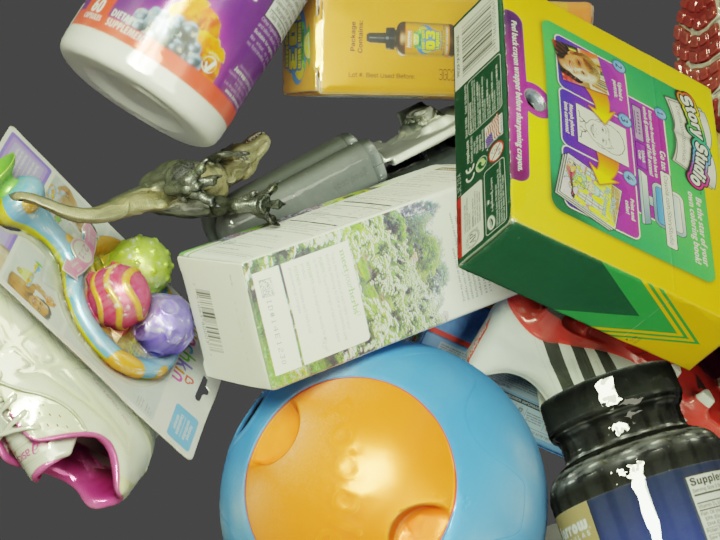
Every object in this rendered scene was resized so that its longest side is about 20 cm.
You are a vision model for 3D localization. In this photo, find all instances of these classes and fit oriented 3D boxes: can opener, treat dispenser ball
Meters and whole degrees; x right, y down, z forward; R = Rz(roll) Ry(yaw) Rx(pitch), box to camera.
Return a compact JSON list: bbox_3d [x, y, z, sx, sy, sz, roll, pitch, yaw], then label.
[{"bbox_3d":[-0.002,-0.051,1.266,0.200,0.053,0.067,-29,112,-17],"label":"can opener"},{"bbox_3d":[0.014,0.142,1.210,0.200,0.201,0.201,-2,95,-25],"label":"treat dispenser ball"}]

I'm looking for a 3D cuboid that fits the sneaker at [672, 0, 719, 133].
[{"bbox_3d":[0.273,-0.192,1.369,0.082,0.078,0.201,7,92,-26],"label":"sneaker"}]

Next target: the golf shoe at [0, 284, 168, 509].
[{"bbox_3d":[-0.200,0.067,1.158,0.200,0.075,0.092,32,43,-23],"label":"golf shoe"}]

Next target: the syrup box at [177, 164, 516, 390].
[{"bbox_3d":[0.000,0.000,1.195,0.200,0.081,0.079,-21,105,-31],"label":"syrup box"}]

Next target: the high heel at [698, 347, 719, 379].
[{"bbox_3d":[0.241,0.009,1.374,0.096,0.067,0.200,-31,104,-10],"label":"high heel"}]

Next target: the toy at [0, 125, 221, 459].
[{"bbox_3d":[-0.145,0.005,1.174,0.200,0.047,0.115,43,34,-19],"label":"toy"}]

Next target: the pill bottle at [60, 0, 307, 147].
[{"bbox_3d":[-0.083,-0.185,1.185,0.111,0.111,0.200,35,80,-23],"label":"pill bottle"}]

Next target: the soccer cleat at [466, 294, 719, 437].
[{"bbox_3d":[0.160,0.073,1.276,0.200,0.069,0.085,28,121,-24],"label":"soccer cleat"}]

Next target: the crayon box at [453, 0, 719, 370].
[{"bbox_3d":[0.141,-0.059,1.199,0.172,0.058,0.200,25,45,-25],"label":"crayon box"}]

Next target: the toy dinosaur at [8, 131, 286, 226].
[{"bbox_3d":[-0.103,-0.048,1.169,0.200,0.088,0.048,-15,106,-51],"label":"toy dinosaur"}]

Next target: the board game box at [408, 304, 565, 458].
[{"bbox_3d":[0.130,0.013,1.311,0.151,0.037,0.200,24,93,-11],"label":"board game box"}]

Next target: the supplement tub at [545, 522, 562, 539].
[{"bbox_3d":[0.160,0.283,1.320,0.145,0.145,0.200,-39,109,-17],"label":"supplement tub"}]

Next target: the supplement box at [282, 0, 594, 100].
[{"bbox_3d":[0.050,-0.143,1.277,0.200,0.069,0.067,0,94,-26],"label":"supplement box"}]

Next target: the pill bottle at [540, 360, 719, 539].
[{"bbox_3d":[0.178,0.161,1.176,0.112,0.112,0.200,-12,73,-23],"label":"pill bottle"}]
